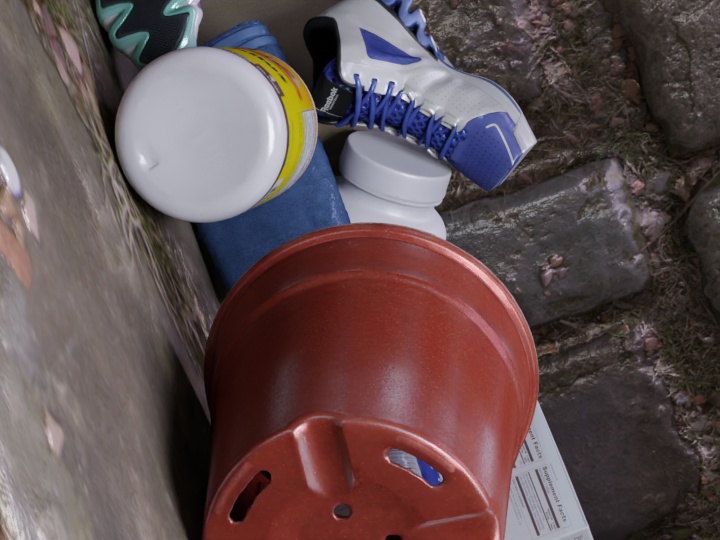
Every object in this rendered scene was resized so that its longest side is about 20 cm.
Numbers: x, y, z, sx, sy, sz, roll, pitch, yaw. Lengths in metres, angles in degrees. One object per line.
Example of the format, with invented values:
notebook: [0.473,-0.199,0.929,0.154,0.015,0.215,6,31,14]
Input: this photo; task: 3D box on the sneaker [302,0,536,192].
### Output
sneaker: [0.024,-0.126,1.218,0.200,0.115,0.081,48,-37,13]

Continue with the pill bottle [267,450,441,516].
pill bottle: [0.009,0.178,1.082,0.112,0.111,0.201,63,6,-60]

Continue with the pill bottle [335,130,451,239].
pill bottle: [0.000,0.000,1.276,0.113,0.112,0.201,-105,-149,-65]

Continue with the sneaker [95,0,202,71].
sneaker: [-0.149,-0.202,1.214,0.140,0.077,0.201,61,9,-63]

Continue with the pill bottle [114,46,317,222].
pill bottle: [-0.089,-0.094,1.092,0.200,0.109,0.110,-50,118,-81]

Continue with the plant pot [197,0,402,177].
plant pot: [-0.057,-0.136,1.368,0.177,0.199,0.201,-86,163,-49]

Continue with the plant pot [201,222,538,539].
plant pot: [0.000,0.102,0.881,0.195,0.200,0.201,-80,150,-68]

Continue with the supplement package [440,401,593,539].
supplement package: [0.109,0.245,1.542,0.152,0.199,0.151,63,6,-53]

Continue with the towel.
towel: [-0.081,-0.080,1.226,0.201,0.111,0.049,68,14,16]
